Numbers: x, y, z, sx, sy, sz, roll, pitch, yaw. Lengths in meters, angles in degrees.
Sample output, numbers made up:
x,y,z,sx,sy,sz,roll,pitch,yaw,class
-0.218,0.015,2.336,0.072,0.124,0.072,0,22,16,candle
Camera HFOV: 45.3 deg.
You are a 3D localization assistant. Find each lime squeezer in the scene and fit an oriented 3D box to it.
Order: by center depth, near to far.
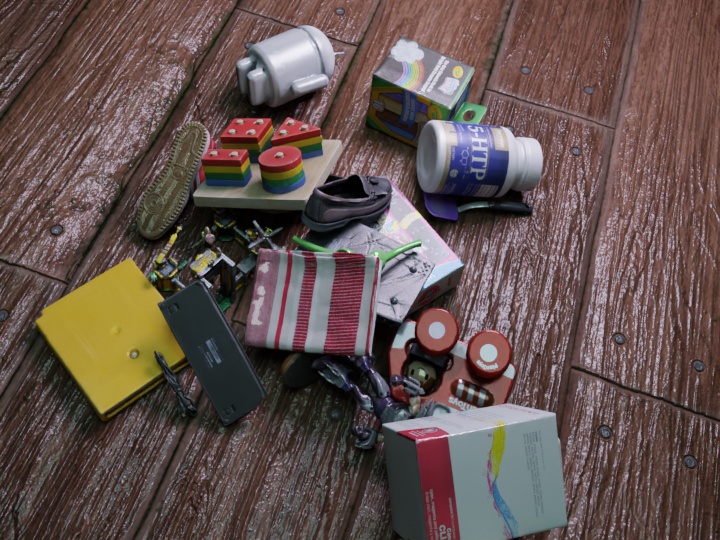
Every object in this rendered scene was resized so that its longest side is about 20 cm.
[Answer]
x,y,z,sx,sy,sz,roll,pitch,yaw,class
-0.004,-0.027,1.271,0.195,0.038,0.072,1,54,-3,lime squeezer

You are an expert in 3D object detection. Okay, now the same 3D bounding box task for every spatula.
x,y,z,sx,sy,sz,roll,pitch,yaw,class
0.205,-0.110,1.489,0.195,0.021,0.058,1,53,-7,spatula

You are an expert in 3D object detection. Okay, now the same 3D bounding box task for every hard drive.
x,y,z,sx,sy,sz,roll,pitch,yaw,class
0.000,0.000,1.302,0.197,0.043,0.136,26,57,13,hard drive

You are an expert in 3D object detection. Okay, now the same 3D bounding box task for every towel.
x,y,z,sx,sy,sz,roll,pitch,yaw,class
-0.070,0.044,1.238,0.195,0.023,0.148,3,78,21,towel

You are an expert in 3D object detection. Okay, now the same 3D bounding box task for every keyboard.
x,y,z,sx,sy,sz,roll,pitch,yaw,class
-0.230,0.129,1.234,0.125,0.021,0.203,-30,88,-3,keyboard

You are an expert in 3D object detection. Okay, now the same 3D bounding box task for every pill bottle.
x,y,z,sx,sy,sz,roll,pitch,yaw,class
0.204,-0.188,1.476,0.195,0.121,0.122,2,56,-16,pill bottle

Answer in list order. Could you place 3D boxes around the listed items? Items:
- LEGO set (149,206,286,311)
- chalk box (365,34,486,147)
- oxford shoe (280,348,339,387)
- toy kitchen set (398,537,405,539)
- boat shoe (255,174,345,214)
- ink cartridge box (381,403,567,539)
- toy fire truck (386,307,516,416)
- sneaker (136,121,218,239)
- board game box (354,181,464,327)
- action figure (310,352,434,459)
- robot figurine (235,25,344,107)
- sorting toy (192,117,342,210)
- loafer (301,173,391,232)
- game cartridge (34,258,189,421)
x,y,z,sx,sy,sz,roll,pitch,yaw,class
-0.223,-0.031,1.324,0.199,0.117,0.154,-35,67,-26,LEGO set
0.125,-0.302,1.545,0.197,0.125,0.126,27,56,10,chalk box
-0.062,0.098,1.302,0.070,0.072,0.200,21,49,31,oxford shoe
0.152,0.442,1.105,0.162,0.177,0.205,-4,88,-53,toy kitchen set
-0.104,-0.139,1.442,0.195,0.065,0.075,0,57,-7,boat shoe
0.146,0.264,1.119,0.195,0.145,0.149,-7,89,-16,ink cartridge box
0.126,0.162,1.260,0.196,0.112,0.171,21,75,8,toy fire truck
-0.293,-0.138,1.426,0.070,0.112,0.203,27,87,9,sneaker
0.050,-0.031,1.393,0.146,0.065,0.201,-29,65,-22,board game box
0.023,0.184,1.224,0.131,0.069,0.200,-49,64,8,action figure
-0.128,-0.370,1.561,0.198,0.114,0.170,-29,58,-23,robot figurine
-0.150,-0.182,1.395,0.194,0.071,0.201,3,35,16,sorting toy
-0.011,-0.117,1.334,0.071,0.064,0.198,33,37,26,loafer
-0.360,0.097,1.279,0.175,0.033,0.200,-33,64,-25,game cartridge
